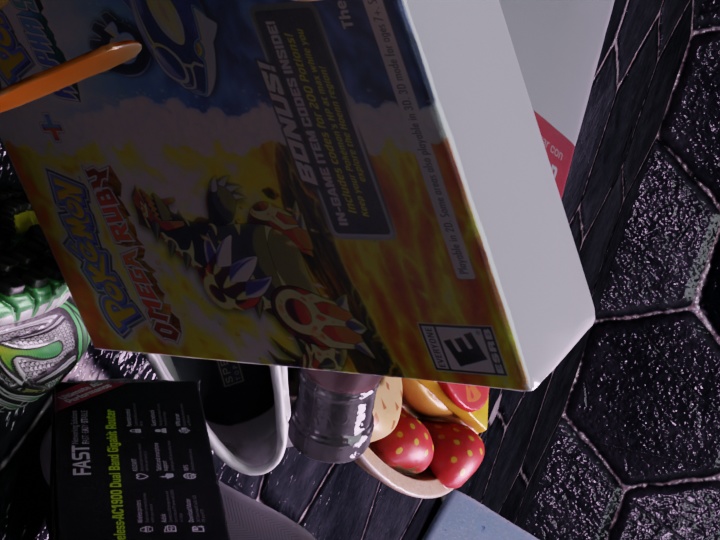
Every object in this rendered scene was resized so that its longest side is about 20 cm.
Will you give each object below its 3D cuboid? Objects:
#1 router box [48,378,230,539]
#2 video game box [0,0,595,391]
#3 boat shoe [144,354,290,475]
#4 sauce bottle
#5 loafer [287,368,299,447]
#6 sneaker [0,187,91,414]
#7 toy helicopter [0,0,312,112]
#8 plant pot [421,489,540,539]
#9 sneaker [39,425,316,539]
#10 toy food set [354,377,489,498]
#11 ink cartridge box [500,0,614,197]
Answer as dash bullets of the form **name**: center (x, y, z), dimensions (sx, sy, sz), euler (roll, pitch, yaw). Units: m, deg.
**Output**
- **router box**: center (-0.085, 0.145, 0.710), dimensions (0.200, 0.062, 0.150), euler (-116, -153, -69)
- **video game box**: center (-0.041, -0.063, 0.556), dimensions (0.047, 0.182, 0.200), euler (-42, 123, -38)
- **boat shoe**: center (-0.068, 0.004, 0.811), dimensions (0.065, 0.073, 0.200), euler (-115, -179, -51)
- **sauce bottle**: center (0.000, 0.000, 0.858), dimensions (0.066, 0.066, 0.200), euler (-53, 157, -49)
- **loafer**: center (-0.025, 0.064, 1.230), dimensions (0.200, 0.075, 0.070), euler (-33, 111, -66)
- **sneaker**: center (-0.137, 0.020, 0.682), dimensions (0.085, 0.078, 0.200), euler (-69, 167, 6)
- **toy helicopter**: center (-0.085, -0.081, 0.468), dimensions (0.079, 0.199, 0.133), euler (-16, 109, -74)
- **plant pot**: center (0.120, 0.395, 2.027), dimensions (0.200, 0.196, 0.196), euler (-50, 159, -27)
- **sneaker**: center (-0.070, 0.154, 0.888), dimensions (0.073, 0.200, 0.112), euler (-34, 148, -28)
- **toy food set**: center (0.023, 0.044, 1.196), dimensions (0.200, 0.049, 0.198), euler (42, 38, -36)
- **ink cartridge box**: center (-0.001, -0.121, 0.699), dimensions (0.144, 0.145, 0.201), euler (32, 68, -39)
